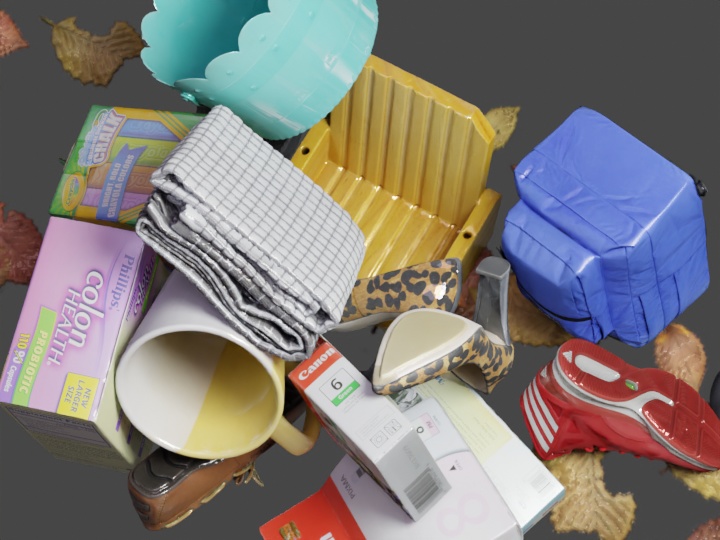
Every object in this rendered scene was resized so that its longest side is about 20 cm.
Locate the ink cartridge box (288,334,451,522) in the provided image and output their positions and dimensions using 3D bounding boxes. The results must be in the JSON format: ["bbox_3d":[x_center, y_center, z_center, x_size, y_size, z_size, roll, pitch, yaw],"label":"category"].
[{"bbox_3d":[-0.010,0.123,1.517,0.050,0.109,0.200,-41,50,-9],"label":"ink cartridge box"}]

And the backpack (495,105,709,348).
[{"bbox_3d":[0.221,-0.023,1.585,0.168,0.200,0.163,-41,56,-6],"label":"backpack"}]

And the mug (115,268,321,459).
[{"bbox_3d":[-0.127,0.078,1.559,0.148,0.188,0.154,-10,34,14],"label":"mug"}]

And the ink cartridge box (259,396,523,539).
[{"bbox_3d":[0.022,0.225,1.527,0.199,0.057,0.163,-27,51,-9],"label":"ink cartridge box"}]

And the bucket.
[{"bbox_3d":[-0.092,-0.230,1.598,0.206,0.134,0.209,-28,46,32],"label":"bucket"}]

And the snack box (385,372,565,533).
[{"bbox_3d":[0.082,0.173,1.610,0.116,0.037,0.200,-40,71,-10],"label":"snack box"}]

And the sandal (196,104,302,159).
[{"bbox_3d":[-0.105,-0.150,1.712,0.200,0.045,0.076,35,104,50],"label":"sandal"}]

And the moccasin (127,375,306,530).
[{"bbox_3d":[-0.127,0.171,1.612,0.073,0.078,0.201,28,55,30],"label":"moccasin"}]

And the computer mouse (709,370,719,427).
[{"bbox_3d":[0.411,0.080,1.606,0.199,0.053,0.139,-37,72,-9],"label":"computer mouse"}]

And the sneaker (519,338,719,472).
[{"bbox_3d":[0.236,0.143,1.598,0.199,0.116,0.079,32,46,-13],"label":"sneaker"}]

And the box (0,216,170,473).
[{"bbox_3d":[-0.242,0.075,1.590,0.096,0.200,0.178,11,71,9],"label":"box"}]

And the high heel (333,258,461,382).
[{"bbox_3d":[0.000,0.000,1.618,0.200,0.071,0.143,43,103,22],"label":"high heel"}]

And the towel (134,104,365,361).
[{"bbox_3d":[-0.097,-0.030,1.494,0.200,0.166,0.086,40,118,-8],"label":"towel"}]

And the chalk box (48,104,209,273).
[{"bbox_3d":[-0.210,-0.076,1.668,0.198,0.124,0.125,7,68,34],"label":"chalk box"}]

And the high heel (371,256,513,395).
[{"bbox_3d":[0.074,0.094,1.521,0.071,0.144,0.200,24,43,30],"label":"high heel"}]

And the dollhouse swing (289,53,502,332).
[{"bbox_3d":[0.016,-0.072,1.634,0.199,0.176,0.183,28,74,14],"label":"dollhouse swing"}]

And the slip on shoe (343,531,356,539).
[{"bbox_3d":[0.071,0.283,1.553,0.199,0.076,0.061,33,81,23],"label":"slip on shoe"}]
